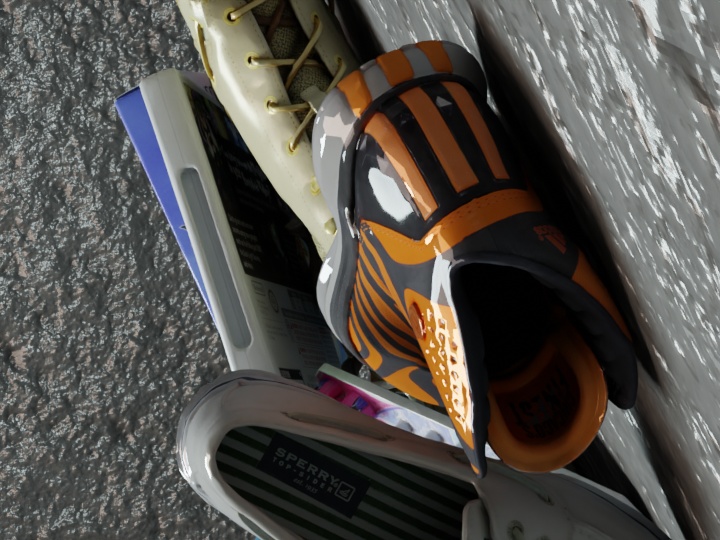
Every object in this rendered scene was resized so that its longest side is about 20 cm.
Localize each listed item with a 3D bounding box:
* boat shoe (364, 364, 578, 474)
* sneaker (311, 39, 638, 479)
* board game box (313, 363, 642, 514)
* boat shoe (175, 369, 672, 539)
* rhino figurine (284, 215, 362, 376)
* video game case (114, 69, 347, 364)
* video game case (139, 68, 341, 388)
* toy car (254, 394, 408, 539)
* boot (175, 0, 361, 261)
[{"bbox_3d":[0.034,0.037,0.888,0.201,0.068,0.075,62,178,11],"label":"boat shoe"},{"bbox_3d":[0.036,0.025,0.589,0.113,0.077,0.200,62,178,28],"label":"sneaker"},{"bbox_3d":[0.071,0.147,0.826,0.199,0.026,0.201,21,146,47],"label":"board game box"},{"bbox_3d":[0.030,0.096,0.608,0.198,0.074,0.067,20,-176,-8],"label":"boat shoe"},{"bbox_3d":[0.000,0.000,0.997,0.200,0.059,0.088,-88,-27,-67],"label":"rhino figurine"},{"bbox_3d":[-0.069,-0.022,1.118,0.202,0.045,0.181,65,-171,-1],"label":"video game case"},{"bbox_3d":[-0.051,0.002,0.933,0.200,0.023,0.184,25,-133,-80],"label":"video game case"},{"bbox_3d":[0.066,0.168,1.046,0.199,0.185,0.177,33,-171,-21],"label":"toy car"},{"bbox_3d":[-0.025,-0.084,0.800,0.156,0.072,0.201,56,168,31],"label":"boot"}]
